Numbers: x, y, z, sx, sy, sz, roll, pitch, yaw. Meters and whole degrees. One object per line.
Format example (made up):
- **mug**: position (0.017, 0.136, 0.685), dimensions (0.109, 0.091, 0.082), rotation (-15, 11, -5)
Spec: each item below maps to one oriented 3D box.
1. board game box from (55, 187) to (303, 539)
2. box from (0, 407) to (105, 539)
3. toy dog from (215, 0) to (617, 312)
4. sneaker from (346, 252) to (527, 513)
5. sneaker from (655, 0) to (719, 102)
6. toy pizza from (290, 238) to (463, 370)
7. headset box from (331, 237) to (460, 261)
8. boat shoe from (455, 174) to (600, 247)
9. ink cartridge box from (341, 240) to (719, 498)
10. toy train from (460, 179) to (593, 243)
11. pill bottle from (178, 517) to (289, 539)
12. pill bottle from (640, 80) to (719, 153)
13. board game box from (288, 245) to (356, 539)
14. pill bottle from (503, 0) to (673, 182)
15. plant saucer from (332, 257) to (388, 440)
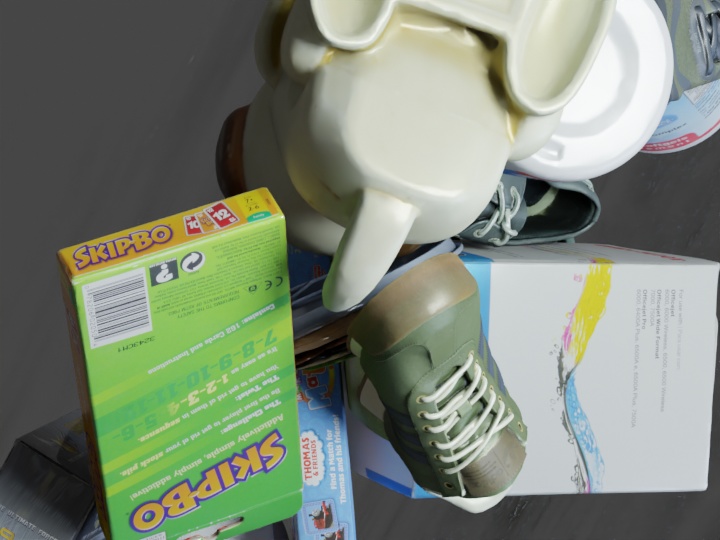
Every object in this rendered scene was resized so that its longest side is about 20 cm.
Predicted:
- **board game box**: position (-0.076, 0.054, 1.172), dimensions (0.095, 0.030, 0.200), rotation (-18, 135, -15)
- **box**: position (-0.155, 0.144, 1.326), dimensions (0.159, 0.048, 0.200), rotation (-61, 171, 13)
- **toy dog**: position (0.013, -0.065, 1.194), dimensions (0.200, 0.139, 0.194), rotation (149, -52, -71)
- **sneaker**: position (0.045, 0.060, 1.215), dimensions (0.067, 0.090, 0.200), rotation (-35, 167, -10)
- **sneaker**: position (0.199, -0.136, 1.410), dimensions (0.200, 0.081, 0.074), rotation (-34, 121, -52)
- **toy pizza**: position (-0.039, 0.035, 1.294), dimensions (0.200, 0.032, 0.200), rotation (-23, -176, 2)
- **headset box**: position (-0.003, 0.044, 1.782), dimensions (0.149, 0.077, 0.200), rotation (-57, 173, -12)
- **boat shoe**: position (0.083, -0.049, 1.590), dimensions (0.073, 0.062, 0.200), rotation (-57, 155, 18)
- **ink cartridge box**: position (0.100, 0.058, 1.629), dimensions (0.147, 0.200, 0.145), rotation (-166, -102, -68)
- **toy train**: position (0.103, -0.066, 1.749), dimensions (0.114, 0.085, 0.200), rotation (-113, -158, -61)
- **pill bottle**: position (-0.099, 0.185, 1.589), dimensions (0.112, 0.112, 0.200), rotation (-55, 171, -21)
- **pill bottle**: position (0.152, -0.141, 1.528), dimensions (0.109, 0.109, 0.200), rotation (-58, 156, 1)
- **board game box**: position (-0.027, 0.091, 1.541), dimensions (0.151, 0.037, 0.200), rotation (95, -10, -70)
- **pill bottle**: position (0.071, -0.106, 1.360), dimensions (0.112, 0.112, 0.200), rotation (-58, -160, -6)
- **plant saucer**: position (0.000, 0.000, 1.474), dimensions (0.200, 0.031, 0.200), rotation (175, -90, -89)
